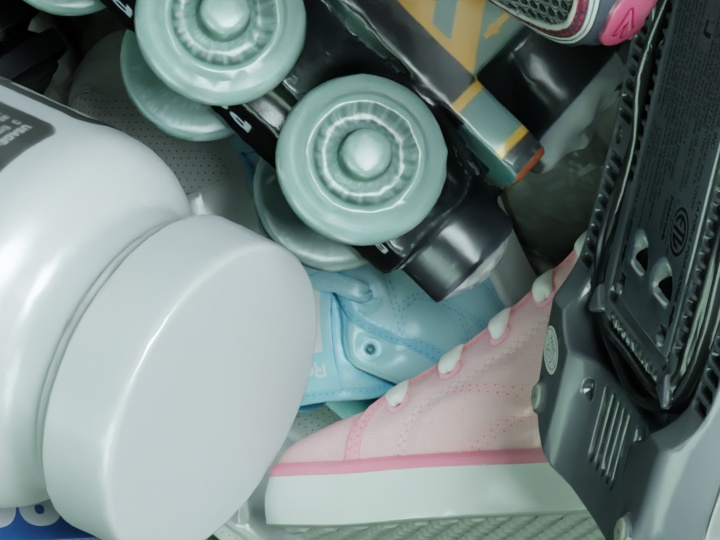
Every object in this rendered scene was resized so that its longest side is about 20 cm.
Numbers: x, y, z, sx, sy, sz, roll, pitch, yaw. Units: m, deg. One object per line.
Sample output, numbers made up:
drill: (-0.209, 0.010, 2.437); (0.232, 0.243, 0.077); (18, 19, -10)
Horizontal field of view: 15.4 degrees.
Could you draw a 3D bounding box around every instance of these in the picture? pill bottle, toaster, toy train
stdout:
pill bottle: (-0.120, 0.000, 0.772); (0.200, 0.116, 0.116); (25, 138, 27)
toaster: (0.125, -0.018, 0.611); (0.114, 0.129, 0.200); (-121, 40, -68)
toy train: (-0.019, -0.087, 0.736); (0.200, 0.114, 0.085); (44, 169, 0)

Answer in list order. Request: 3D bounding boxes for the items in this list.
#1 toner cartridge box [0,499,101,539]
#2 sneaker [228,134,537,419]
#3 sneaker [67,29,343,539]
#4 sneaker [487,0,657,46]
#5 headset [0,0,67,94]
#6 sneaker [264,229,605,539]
toner cartridge box: (-0.176, 0.094, 0.812); (0.095, 0.200, 0.043); (112, 151, -49)
sneaker: (0.000, 0.000, 0.823); (0.074, 0.082, 0.200); (-20, 108, 50)
sneaker: (-0.052, 0.025, 0.870); (0.200, 0.116, 0.074); (53, 144, -5)
sneaker: (-0.013, -0.115, 0.614); (0.200, 0.075, 0.081); (40, 142, 15)
headset: (-0.141, -0.092, 0.852); (0.200, 0.094, 0.124); (-4, 109, 26)
sneaker: (0.066, 0.023, 0.748); (0.200, 0.105, 0.075); (-10, 164, 25)
